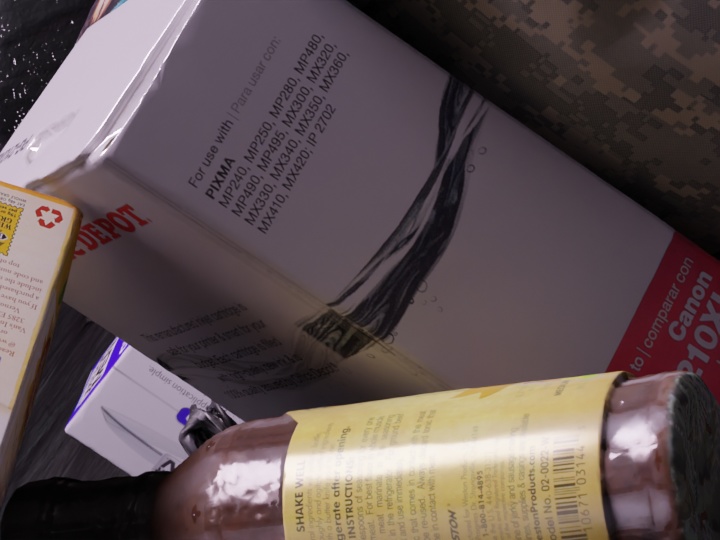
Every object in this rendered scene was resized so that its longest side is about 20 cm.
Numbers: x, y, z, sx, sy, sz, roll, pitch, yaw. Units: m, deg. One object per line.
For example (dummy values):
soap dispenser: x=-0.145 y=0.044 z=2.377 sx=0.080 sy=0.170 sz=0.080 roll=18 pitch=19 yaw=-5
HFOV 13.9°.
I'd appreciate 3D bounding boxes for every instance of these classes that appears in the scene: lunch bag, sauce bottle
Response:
lunch bag: x=0.079 y=-0.074 z=0.872 sx=0.118 sy=0.164 sz=0.200 roll=-62 pitch=11 yaw=-29
sauce bottle: x=-0.001 y=0.066 z=0.788 sx=0.200 sy=0.065 sz=0.065 roll=-6 pitch=34 yaw=22

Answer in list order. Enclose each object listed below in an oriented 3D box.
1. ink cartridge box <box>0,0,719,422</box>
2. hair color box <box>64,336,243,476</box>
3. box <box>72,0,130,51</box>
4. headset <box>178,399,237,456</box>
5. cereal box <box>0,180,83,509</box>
ink cartridge box: x=0.000 y=0.000 z=0.867 sx=0.084 sy=0.200 sz=0.145 roll=-61 pitch=16 yaw=-19
hair color box: x=-0.022 y=0.015 z=1.229 sx=0.200 sy=0.109 sz=0.065 roll=-51 pitch=11 yaw=23
box: x=-0.028 y=-0.111 z=0.882 sx=0.082 sy=0.049 sz=0.200 roll=-66 pitch=12 yaw=-17
headset: x=0.026 y=0.023 z=1.020 sx=0.200 sy=0.094 sz=0.124 roll=-49 pitch=4 yaw=-33
cereal box: x=-0.127 y=0.092 z=0.792 sx=0.144 sy=0.040 sz=0.200 roll=114 pitch=173 yaw=-50
